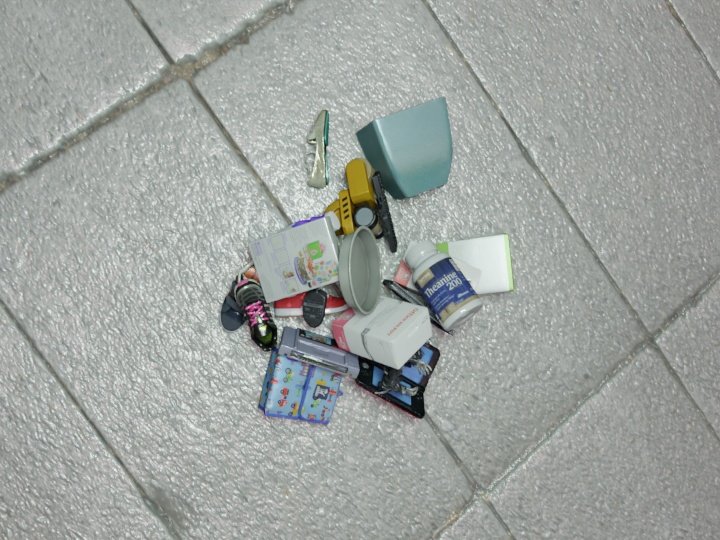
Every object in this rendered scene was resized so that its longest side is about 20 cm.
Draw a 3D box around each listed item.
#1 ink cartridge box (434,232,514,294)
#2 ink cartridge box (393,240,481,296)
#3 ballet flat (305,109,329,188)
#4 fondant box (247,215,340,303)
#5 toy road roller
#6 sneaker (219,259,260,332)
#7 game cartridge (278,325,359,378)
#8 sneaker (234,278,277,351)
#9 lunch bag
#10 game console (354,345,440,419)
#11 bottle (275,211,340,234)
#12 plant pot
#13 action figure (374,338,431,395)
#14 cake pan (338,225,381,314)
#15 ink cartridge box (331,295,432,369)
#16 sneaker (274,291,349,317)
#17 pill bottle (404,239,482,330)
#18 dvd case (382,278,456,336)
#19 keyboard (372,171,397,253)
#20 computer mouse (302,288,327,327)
[{"bbox_3d":[0.300,-0.011,1.433,0.195,0.076,0.152,-6,88,16],"label":"ink cartridge box"},{"bbox_3d":[0.198,0.018,1.377,0.197,0.068,0.118,24,83,16],"label":"ink cartridge box"},{"bbox_3d":[-0.111,-0.313,1.378,0.061,0.067,0.205,0,86,0],"label":"ballet flat"},{"bbox_3d":[-0.144,-0.025,1.251,0.196,0.058,0.147,-17,95,13],"label":"fondant box"},{"bbox_3d":[-0.024,-0.165,1.355,0.143,0.123,0.205,-11,77,15],"label":"toy road roller"},{"bbox_3d":[-0.286,0.056,1.319,0.077,0.079,0.203,26,84,-8],"label":"sneaker"},{"bbox_3d":[-0.099,0.194,1.319,0.196,0.130,0.039,19,108,-9],"label":"game cartridge"},{"bbox_3d":[-0.238,0.112,1.272,0.072,0.088,0.203,-21,127,-12],"label":"sneaker"},{"bbox_3d":[-0.136,0.290,1.339,0.196,0.094,0.154,16,84,-21],"label":"lunch bag"},{"bbox_3d":[0.099,0.243,1.360,0.197,0.173,0.120,29,110,-7],"label":"game console"},{"bbox_3d":[-0.141,-0.078,1.313,0.197,0.065,0.085,-26,83,22],"label":"bottle"},{"bbox_3d":[0.125,-0.292,1.359,0.193,0.196,0.204,-21,99,-10],"label":"plant pot"},{"bbox_3d":[0.112,0.237,1.288,0.101,0.120,0.200,35,45,5],"label":"action figure"},{"bbox_3d":[0.000,0.000,1.257,0.036,0.199,0.206,-3,87,23],"label":"cake pan"},{"bbox_3d":[0.051,0.139,1.287,0.146,0.197,0.084,-37,124,-35],"label":"ink cartridge box"},{"bbox_3d":[-0.119,0.054,1.352,0.195,0.071,0.115,-3,91,-8],"label":"sneaker"},{"bbox_3d":[0.191,0.030,1.280,0.110,0.111,0.202,-29,70,-10],"label":"pill bottle"},{"bbox_3d":[0.143,0.091,1.356,0.199,0.149,0.016,39,88,-6],"label":"dvd case"},{"bbox_3d":[0.063,-0.141,1.343,0.020,0.128,0.204,-11,112,15],"label":"keyboard"},{"bbox_3d":[-0.100,0.036,1.296,0.057,0.034,0.205,11,96,12],"label":"computer mouse"}]
